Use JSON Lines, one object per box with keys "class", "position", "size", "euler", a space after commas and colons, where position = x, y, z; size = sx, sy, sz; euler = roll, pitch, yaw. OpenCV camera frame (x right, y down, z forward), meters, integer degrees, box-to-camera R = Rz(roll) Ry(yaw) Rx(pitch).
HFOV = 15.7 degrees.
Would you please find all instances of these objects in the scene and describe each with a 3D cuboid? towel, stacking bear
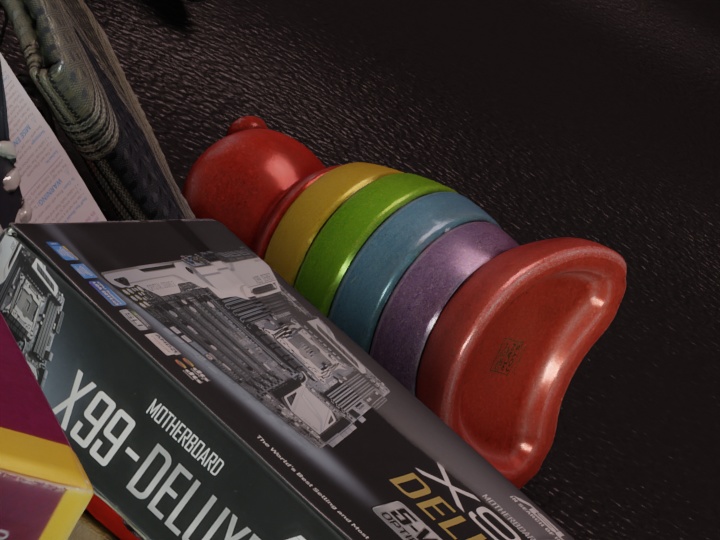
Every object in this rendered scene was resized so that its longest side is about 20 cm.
{"class": "towel", "position": [-0.129, -0.088, 1.146], "size": [0.201, 0.034, 0.193], "euler": [63, 2, 40]}
{"class": "stacking bear", "position": [0.000, 0.000, 1.187], "size": [0.199, 0.122, 0.113], "euler": [30, 8, 33]}

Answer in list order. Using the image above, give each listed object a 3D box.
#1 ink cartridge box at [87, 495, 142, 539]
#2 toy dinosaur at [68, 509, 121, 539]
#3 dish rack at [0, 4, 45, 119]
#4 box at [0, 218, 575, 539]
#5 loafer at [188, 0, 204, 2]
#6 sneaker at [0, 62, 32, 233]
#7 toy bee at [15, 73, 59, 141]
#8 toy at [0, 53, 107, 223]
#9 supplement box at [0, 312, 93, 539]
{"class": "ink cartridge box", "position": [-0.001, 0.111, 0.964], "size": [0.199, 0.050, 0.162], "euler": [34, 17, 0]}
{"class": "toy dinosaur", "position": [-0.115, 0.063, 0.835], "size": [0.105, 0.061, 0.200], "euler": [5, 15, -28]}
{"class": "dish rack", "position": [-0.233, -0.124, 1.186], "size": [0.199, 0.055, 0.153], "euler": [30, 13, 35]}
{"class": "box", "position": [-0.021, 0.064, 0.840], "size": [0.200, 0.050, 0.158], "euler": [42, 15, 16]}
{"class": "loafer", "position": [-0.136, -0.216, 1.636], "size": [0.062, 0.072, 0.200], "euler": [1, 21, -19]}
{"class": "sneaker", "position": [-0.136, -0.031, 0.912], "size": [0.198, 0.131, 0.079], "euler": [25, -16, -35]}
{"class": "toy bee", "position": [-0.228, -0.072, 1.032], "size": [0.200, 0.108, 0.132], "euler": [56, 42, -38]}
{"class": "toy", "position": [-0.180, -0.055, 0.966], "size": [0.115, 0.047, 0.201], "euler": [-52, 124, -41]}
{"class": "supplement box", "position": [-0.172, 0.045, 0.730], "size": [0.103, 0.131, 0.200], "euler": [18, 20, -34]}
